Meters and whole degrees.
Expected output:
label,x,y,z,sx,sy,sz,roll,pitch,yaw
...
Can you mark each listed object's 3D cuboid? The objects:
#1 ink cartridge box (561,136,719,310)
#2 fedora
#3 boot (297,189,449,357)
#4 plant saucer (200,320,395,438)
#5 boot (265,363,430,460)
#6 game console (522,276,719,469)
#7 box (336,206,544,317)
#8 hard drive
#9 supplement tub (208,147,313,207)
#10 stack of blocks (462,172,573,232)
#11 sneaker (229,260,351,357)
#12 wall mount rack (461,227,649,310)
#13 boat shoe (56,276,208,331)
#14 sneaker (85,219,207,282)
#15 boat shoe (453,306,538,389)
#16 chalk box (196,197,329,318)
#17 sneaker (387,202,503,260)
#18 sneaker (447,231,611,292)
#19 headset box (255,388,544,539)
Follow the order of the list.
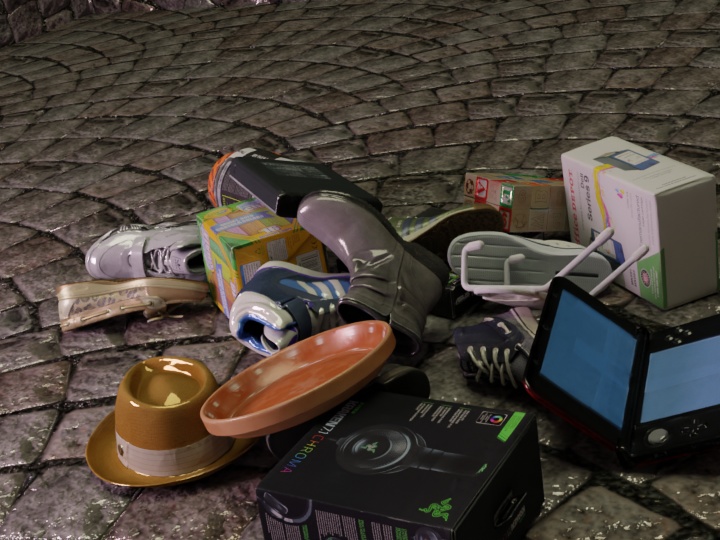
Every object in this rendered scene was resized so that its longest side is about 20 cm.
label,x,y,z,sx,sy,sz,roll,pitch,yaw
ink cartridge box,0.330,-0.061,1.432,0.087,0.147,0.200,-17,25,-16
fedora,-0.195,0.143,1.234,0.198,0.083,0.201,-8,22,3
boot,0.000,0.000,1.332,0.198,0.070,0.132,29,45,3
plant saucer,-0.057,0.106,1.146,0.198,0.033,0.200,-23,11,5
boot,-0.040,0.130,1.250,0.198,0.070,0.173,-17,18,-29
game console,0.266,0.076,1.133,0.171,0.119,0.201,-19,24,29
box,0.103,-0.016,1.541,0.192,0.048,0.199,17,34,40
hard drive,-0.073,-0.104,1.531,0.138,0.033,0.200,3,16,-24
supplement tub,-0.132,-0.110,1.755,0.122,0.124,0.199,-23,27,-31
stack of blocks,0.246,-0.089,1.566,0.198,0.059,0.115,-1,12,-27
sneaker,-0.050,0.063,1.361,0.198,0.081,0.147,14,34,7
wall mount rack,0.210,0.002,1.304,0.172,0.076,0.199,-1,-7,31
boat shoe,-0.292,0.042,1.556,0.197,0.064,0.073,-4,-3,6
sneaker,-0.277,-0.019,1.654,0.197,0.076,0.115,-11,20,-12
boat shoe,0.152,0.099,1.236,0.092,0.076,0.200,-15,14,-2
chalk box,-0.131,-0.017,1.536,0.123,0.126,0.200,-17,23,-19
sneaker,0.070,-0.045,1.472,0.198,0.068,0.090,-24,34,-19
sneaker,0.198,-0.005,1.439,0.197,0.074,0.071,11,7,-6
headset box,0.044,0.192,1.018,0.198,0.094,0.174,6,28,31
